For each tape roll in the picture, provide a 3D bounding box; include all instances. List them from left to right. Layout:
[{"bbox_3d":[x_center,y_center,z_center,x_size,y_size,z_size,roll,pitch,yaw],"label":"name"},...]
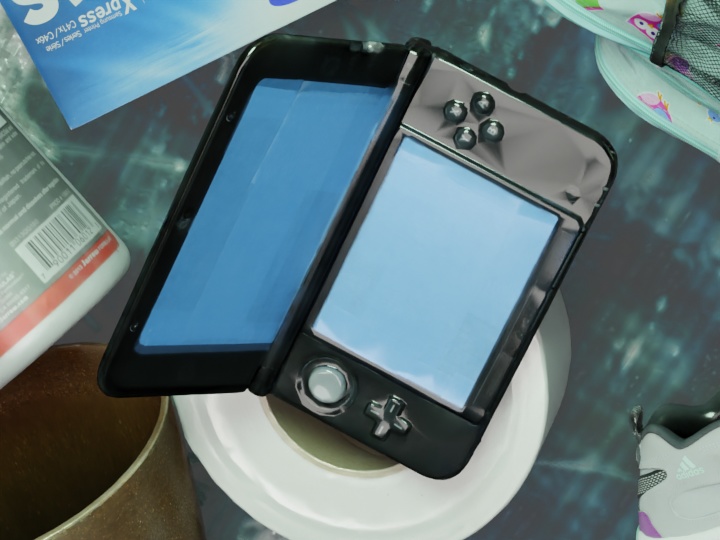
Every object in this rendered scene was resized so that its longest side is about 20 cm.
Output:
[{"bbox_3d":[0.006,0.044,1.543,0.201,0.071,0.203,5,111,13],"label":"tape roll"}]

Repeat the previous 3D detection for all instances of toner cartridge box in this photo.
[{"bbox_3d":[-0.081,-0.156,1.504,0.199,0.043,0.095,-25,103,21],"label":"toner cartridge box"}]

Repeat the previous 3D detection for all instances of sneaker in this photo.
[{"bbox_3d":[0.228,0.094,1.499,0.199,0.078,0.141,-4,110,16],"label":"sneaker"}]

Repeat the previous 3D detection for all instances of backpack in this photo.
[{"bbox_3d":[0.177,-0.150,1.368,0.200,0.176,0.154,37,146,11],"label":"backpack"}]

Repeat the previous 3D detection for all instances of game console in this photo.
[{"bbox_3d":[0.000,0.000,1.425,0.175,0.116,0.201,28,113,4],"label":"game console"}]

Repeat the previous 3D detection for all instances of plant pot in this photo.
[{"bbox_3d":[-0.152,0.174,1.588,0.186,0.187,0.201,-12,121,18],"label":"plant pot"}]

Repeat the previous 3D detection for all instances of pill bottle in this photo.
[{"bbox_3d":[-0.223,-0.041,1.545,0.116,0.116,0.200,-39,96,24],"label":"pill bottle"}]
